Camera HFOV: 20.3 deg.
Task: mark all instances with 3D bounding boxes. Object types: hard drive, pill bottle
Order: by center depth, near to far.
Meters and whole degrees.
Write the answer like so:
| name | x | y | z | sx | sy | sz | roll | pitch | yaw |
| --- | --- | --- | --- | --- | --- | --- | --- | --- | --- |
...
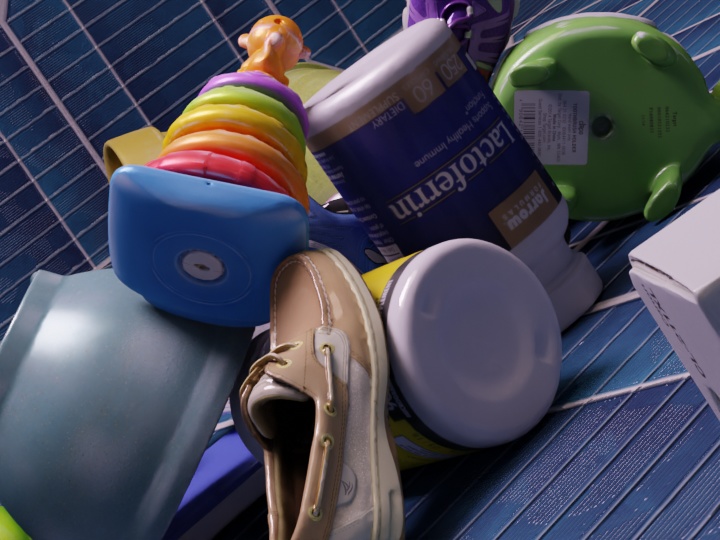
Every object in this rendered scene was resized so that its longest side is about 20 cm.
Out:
| name | x | y | z | sx | sy | sz | roll | pitch | yaw |
| --- | --- | --- | --- | --- | --- | --- | --- | --- | --- |
| pill bottle | 0.014 | 0.059 | 1.152 | 0.114 | 0.115 | 0.200 | -41 | 11 | -35 |
| pill bottle | 0.058 | -0.046 | 1.251 | 0.115 | 0.201 | 0.116 | -35 | 10 | 7 |
| hard drive | -0.102 | 0.150 | 1.371 | 0.200 | 0.025 | 0.132 | -39 | 10 | -26 |

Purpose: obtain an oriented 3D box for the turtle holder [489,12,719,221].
| name | x | y | z | sx | sy | sz | roll | pitch | yaw |
| --- | --- | --- | --- | --- | --- | --- | --- | --- | --- |
| turtle holder | 0.174 | -0.117 | 1.358 | 0.185 | 0.141 | 0.132 | -29 | 15 | 9 |

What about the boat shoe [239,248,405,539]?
| name | x | y | z | sx | sy | sz | roll | pitch | yaw |
| --- | --- | --- | --- | --- | --- | --- | --- | --- | --- |
| boat shoe | -0.026 | 0.069 | 1.039 | 0.074 | 0.066 | 0.201 | -52 | 38 | 40 |

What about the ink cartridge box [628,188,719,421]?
| name | x | y | z | sx | sy | sz | roll | pitch | yaw |
| --- | --- | --- | --- | --- | --- | --- | --- | --- | --- |
| ink cartridge box | 0.209 | 0.004 | 0.637 | 0.199 | 0.146 | 0.083 | -35 | 11 | -1 |

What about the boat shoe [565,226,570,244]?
| name | x | y | z | sx | sy | sz | roll | pitch | yaw |
| --- | --- | --- | --- | --- | --- | --- | --- | --- | --- |
| boat shoe | 0.043 | -0.016 | 1.389 | 0.199 | 0.072 | 0.068 | -17 | 45 | -5 |

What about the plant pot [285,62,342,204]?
| name | x | y | z | sx | sy | sz | roll | pitch | yaw |
| --- | --- | --- | --- | --- | --- | --- | --- | --- | --- |
| plant pot | 0.021 | -0.100 | 1.767 | 0.183 | 0.201 | 0.200 | -9 | 25 | 44 |

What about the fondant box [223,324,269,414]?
| name | x | y | z | sx | sy | sz | roll | pitch | yaw |
| --- | --- | --- | --- | --- | --- | --- | --- | --- | --- |
| fondant box | -0.074 | 0.063 | 1.495 | 0.144 | 0.059 | 0.200 | -20 | 2 | -28 |

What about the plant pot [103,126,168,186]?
| name | x | y | z | sx | sy | sz | roll | pitch | yaw |
| --- | --- | --- | --- | --- | --- | --- | --- | --- | --- |
| plant pot | -0.200 | -0.099 | 2.510 | 0.188 | 0.202 | 0.201 | -22 | 6 | -14 |

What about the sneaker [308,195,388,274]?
| name | x | y | z | sx | sy | sz | roll | pitch | yaw |
| --- | --- | --- | --- | --- | --- | --- | --- | --- | --- |
| sneaker | 0.000 | 0.000 | 1.296 | 0.078 | 0.200 | 0.090 | -12 | 56 | 37 |

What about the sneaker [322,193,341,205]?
| name | x | y | z | sx | sy | sz | roll | pitch | yaw |
| --- | --- | --- | --- | --- | --- | --- | --- | --- | --- |
| sneaker | 0.066 | -0.059 | 1.464 | 0.200 | 0.089 | 0.080 | -37 | -11 | 8 |

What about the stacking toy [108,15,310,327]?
| name | x | y | z | sx | sy | sz | roll | pitch | yaw |
| --- | --- | --- | --- | --- | --- | --- | --- | --- | --- |
| stacking toy | -0.070 | -0.076 | 1.177 | 0.110 | 0.115 | 0.201 | 96 | -174 | -51 |

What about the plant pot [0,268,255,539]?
| name | x | y | z | sx | sy | sz | roll | pitch | yaw |
| --- | --- | --- | --- | --- | --- | --- | --- | --- | --- |
| plant pot | -0.162 | 0.080 | 1.217 | 0.201 | 0.134 | 0.200 | -62 | 7 | 14 |

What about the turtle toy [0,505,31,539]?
| name | x | y | z | sx | sy | sz | roll | pitch | yaw |
| --- | --- | --- | --- | --- | --- | --- | --- | --- | --- |
| turtle toy | -0.216 | 0.146 | 1.427 | 0.146 | 0.101 | 0.201 | 88 | -154 | -77 |

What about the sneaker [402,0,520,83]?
| name | x | y | z | sx | sy | sz | roll | pitch | yaw |
| --- | --- | --- | --- | --- | --- | --- | --- | --- | --- |
| sneaker | 0.062 | -0.135 | 1.347 | 0.080 | 0.201 | 0.084 | 8 | 19 | -1 |
